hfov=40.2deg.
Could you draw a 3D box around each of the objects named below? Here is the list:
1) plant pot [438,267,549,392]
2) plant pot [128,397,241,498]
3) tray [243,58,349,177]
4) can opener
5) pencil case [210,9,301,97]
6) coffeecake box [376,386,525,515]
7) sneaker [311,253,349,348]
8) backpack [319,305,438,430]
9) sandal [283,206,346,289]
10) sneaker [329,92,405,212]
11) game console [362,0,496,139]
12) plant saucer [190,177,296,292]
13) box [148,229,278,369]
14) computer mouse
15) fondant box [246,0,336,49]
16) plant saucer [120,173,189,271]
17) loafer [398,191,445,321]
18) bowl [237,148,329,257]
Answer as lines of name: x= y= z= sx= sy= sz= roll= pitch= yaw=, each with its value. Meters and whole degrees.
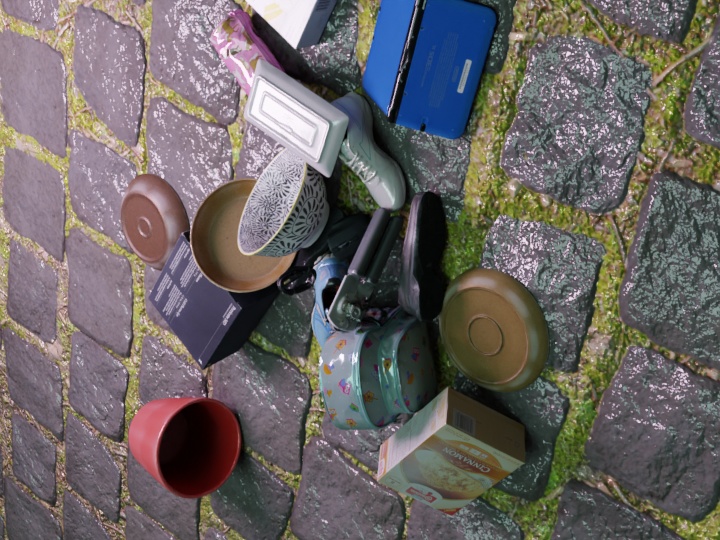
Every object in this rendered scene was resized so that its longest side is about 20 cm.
plant pot: x=0.197 y=0.097 z=1.516 sx=0.197 sy=0.027 sz=0.204 roll=17 pitch=117 yaw=35
plant pot: x=-0.369 y=0.345 z=1.994 sx=0.176 sy=0.198 sz=0.204 roll=3 pitch=109 yaw=49
tray: x=-0.109 y=-0.239 z=1.540 sx=0.199 sy=0.022 sz=0.109 roll=36 pitch=124 yaw=24
can opener: x=0.000 y=0.000 z=1.540 sx=0.067 sy=0.053 sz=0.203 roll=2 pitch=65 yaw=64
pencil case: x=-0.167 y=-0.333 z=1.622 sx=0.086 sy=0.083 sz=0.201 roll=-39 pitch=78 yaw=8
coffeecake box: x=0.141 y=0.291 z=1.558 sx=0.152 sy=0.074 sz=0.200 roll=27 pitch=133 yaw=-17
sneaker: x=-0.046 y=0.077 z=1.645 sx=0.077 sy=0.090 sz=0.203 roll=-8 pitch=122 yaw=-1
backpack: x=0.028 y=0.161 z=1.567 sx=0.151 sy=0.199 sz=0.179 roll=1 pitch=107 yaw=39
sandal: x=-0.072 y=-0.032 z=1.674 sx=0.201 sy=0.044 sz=0.076 roll=-52 pitch=31 yaw=36
sneaker: x=0.001 y=-0.177 z=1.541 sx=0.070 sy=0.080 sz=0.203 roll=-29 pitch=89 yaw=41
game console: x=0.096 y=-0.322 z=1.445 sx=0.167 sy=0.119 sz=0.203 roll=15 pitch=121 yaw=0
plant saucer: x=-0.199 y=-0.059 z=1.725 sx=0.196 sy=0.035 sz=0.205 roll=-1 pitch=79 yaw=7
box: x=-0.278 y=0.045 z=1.835 sx=0.183 sy=0.103 sz=0.201 roll=51 pitch=132 yaw=14
computer mouse: x=-0.051 y=-0.025 z=1.570 sx=0.034 sy=0.199 sz=0.059 roll=9 pitch=135 yaw=57
fondant box: x=-0.122 y=-0.470 z=1.546 sx=0.200 sy=0.058 sz=0.145 roll=46 pitch=130 yaw=18
plant saucer: x=-0.420 y=-0.090 z=1.961 sx=0.198 sy=0.036 sz=0.204 roll=17 pitch=118 yaw=35
loafer: x=0.086 y=-0.025 z=1.532 sx=0.072 sy=0.072 sz=0.204 roll=16 pitch=107 yaw=46
bowl: x=-0.113 y=-0.098 z=1.636 sx=0.093 sy=0.204 sz=0.200 roll=28 pitch=140 yaw=-28
